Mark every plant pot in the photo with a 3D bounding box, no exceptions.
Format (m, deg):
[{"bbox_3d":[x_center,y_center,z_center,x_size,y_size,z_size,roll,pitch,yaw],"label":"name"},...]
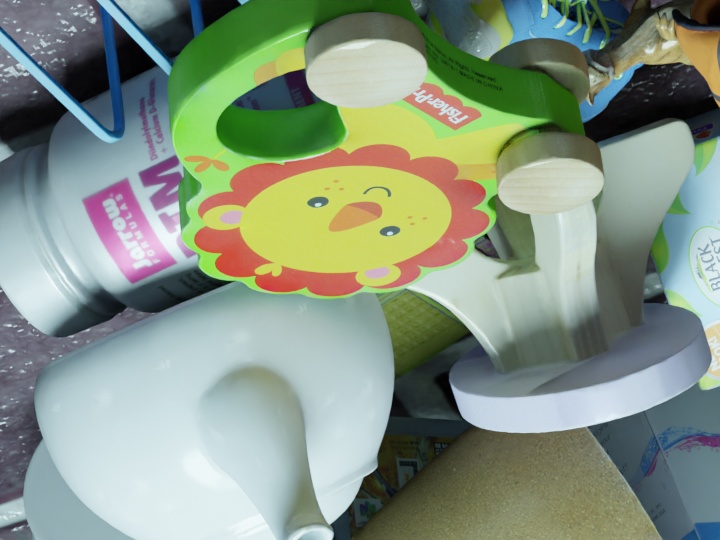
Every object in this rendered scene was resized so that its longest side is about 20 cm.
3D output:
[{"bbox_3d":[0.057,0.188,1.131,0.200,0.186,0.186,-30,143,-6],"label":"plant pot"}]

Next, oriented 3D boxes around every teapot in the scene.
[{"bbox_3d":[-0.061,0.086,1.064,0.197,0.146,0.200,-23,179,35],"label":"teapot"}]

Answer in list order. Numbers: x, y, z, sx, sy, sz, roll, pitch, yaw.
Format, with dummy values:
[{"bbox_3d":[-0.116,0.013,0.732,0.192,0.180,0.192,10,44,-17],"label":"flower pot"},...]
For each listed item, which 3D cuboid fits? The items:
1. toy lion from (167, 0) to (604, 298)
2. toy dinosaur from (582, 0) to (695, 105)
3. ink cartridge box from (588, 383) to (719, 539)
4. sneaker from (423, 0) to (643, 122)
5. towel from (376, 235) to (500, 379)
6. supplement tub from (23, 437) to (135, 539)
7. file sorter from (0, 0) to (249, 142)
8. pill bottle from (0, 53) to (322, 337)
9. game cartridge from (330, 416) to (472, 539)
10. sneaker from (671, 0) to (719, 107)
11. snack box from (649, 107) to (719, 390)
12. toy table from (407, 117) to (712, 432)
[{"bbox_3d":[-0.008,-0.050,0.903,0.192,0.069,0.200,-25,146,31],"label":"toy lion"},{"bbox_3d":[0.174,-0.123,1.028,0.200,0.060,0.106,-7,129,-35],"label":"toy dinosaur"},{"bbox_3d":[0.172,0.144,1.280,0.085,0.200,0.145,2,143,-33],"label":"ink cartridge box"},{"bbox_3d":[0.084,-0.129,1.016,0.105,0.076,0.200,-20,151,-8],"label":"sneaker"},{"bbox_3d":[0.000,0.000,1.195,0.144,0.023,0.200,-32,138,26],"label":"towel"},{"bbox_3d":[-0.115,0.173,1.290,0.145,0.145,0.200,-15,143,5],"label":"supplement tub"},{"bbox_3d":[-0.062,-0.162,0.879,0.200,0.123,0.139,-24,141,17],"label":"file sorter"},{"bbox_3d":[-0.081,-0.047,1.032,0.200,0.113,0.113,-24,142,17],"label":"pill bottle"},{"bbox_3d":[0.024,0.153,1.243,0.200,0.133,0.042,5,153,-33],"label":"game cartridge"},{"bbox_3d":[0.194,-0.081,0.978,0.078,0.112,0.200,-26,175,-2],"label":"sneaker"},{"bbox_3d":[0.257,-0.033,1.141,0.200,0.053,0.142,-19,109,11],"label":"snack box"},{"bbox_3d":[0.095,0.005,1.074,0.184,0.117,0.200,-21,-170,-20],"label":"toy table"}]
